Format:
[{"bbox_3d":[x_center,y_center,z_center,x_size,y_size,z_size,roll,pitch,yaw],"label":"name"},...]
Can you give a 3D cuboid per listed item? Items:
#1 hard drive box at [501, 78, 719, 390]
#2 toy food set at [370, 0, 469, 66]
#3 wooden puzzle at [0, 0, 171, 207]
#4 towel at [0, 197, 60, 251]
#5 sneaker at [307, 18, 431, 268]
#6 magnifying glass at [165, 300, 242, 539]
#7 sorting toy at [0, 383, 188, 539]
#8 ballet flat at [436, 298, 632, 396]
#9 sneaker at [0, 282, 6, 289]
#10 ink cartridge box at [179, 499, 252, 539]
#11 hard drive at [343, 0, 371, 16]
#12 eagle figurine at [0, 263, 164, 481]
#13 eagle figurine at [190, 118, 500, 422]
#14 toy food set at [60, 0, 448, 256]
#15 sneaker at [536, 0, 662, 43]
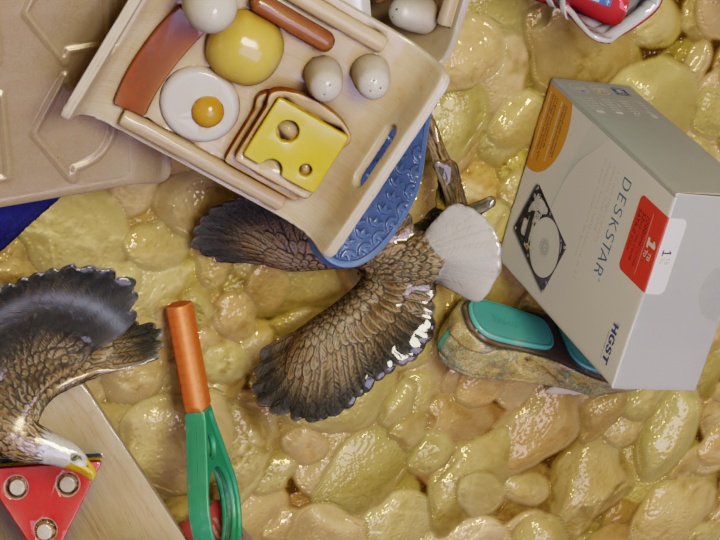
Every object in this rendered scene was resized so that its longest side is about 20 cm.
[{"bbox_3d":[0.193,-0.029,1.466,0.076,0.200,0.157,3,116,-26],"label":"hard drive box"},{"bbox_3d":[0.023,-0.242,1.299,0.060,0.144,0.202,2,117,-34],"label":"toy food set"},{"bbox_3d":[-0.223,-0.130,1.259,0.198,0.046,0.187,-8,123,-15],"label":"wooden puzzle"},{"bbox_3d":[-0.221,-0.118,1.324,0.199,0.050,0.148,-38,129,2],"label":"towel"},{"bbox_3d":[0.005,-0.090,1.371,0.070,0.078,0.202,27,72,-18],"label":"sneaker"},{"bbox_3d":[-0.118,0.123,1.473,0.022,0.080,0.202,-5,100,13],"label":"magnifying glass"},{"bbox_3d":[-0.231,0.217,1.437,0.198,0.070,0.201,-34,96,-3],"label":"sorting toy"},{"bbox_3d":[0.145,0.068,1.590,0.198,0.071,0.071,13,112,-30],"label":"ballet flat"},{"bbox_3d":[-0.303,0.003,1.339,0.067,0.108,0.201,-39,165,26],"label":"sneaker"},{"bbox_3d":[-0.147,0.297,1.523,0.199,0.147,0.083,-33,143,-3],"label":"ink cartridge box"},{"bbox_3d":[-0.063,-0.214,1.282,0.131,0.027,0.202,0,109,18],"label":"hard drive"},{"bbox_3d":[-0.231,0.085,1.354,0.151,0.151,0.201,37,78,-33],"label":"eagle figurine"},{"bbox_3d":[-0.001,0.003,1.437,0.199,0.152,0.152,-23,146,-18],"label":"eagle figurine"},{"bbox_3d":[-0.065,-0.110,1.236,0.199,0.061,0.144,28,108,-18],"label":"toy food set"},{"bbox_3d":[0.118,-0.211,1.382,0.198,0.113,0.072,1,117,-25],"label":"sneaker"}]
